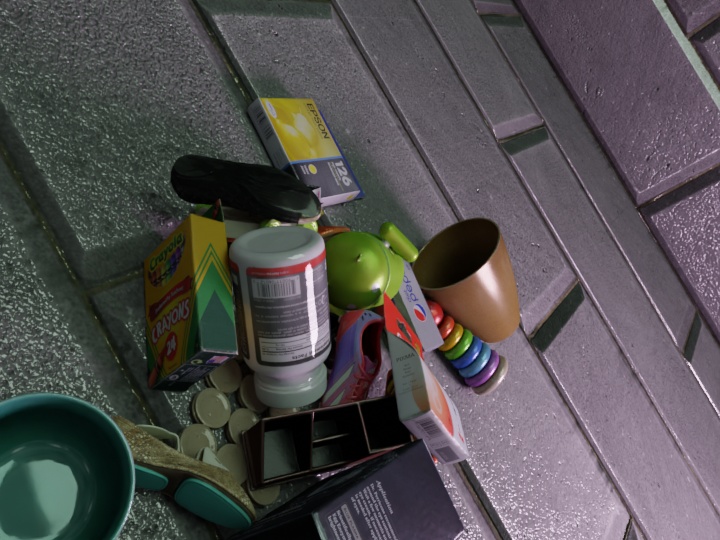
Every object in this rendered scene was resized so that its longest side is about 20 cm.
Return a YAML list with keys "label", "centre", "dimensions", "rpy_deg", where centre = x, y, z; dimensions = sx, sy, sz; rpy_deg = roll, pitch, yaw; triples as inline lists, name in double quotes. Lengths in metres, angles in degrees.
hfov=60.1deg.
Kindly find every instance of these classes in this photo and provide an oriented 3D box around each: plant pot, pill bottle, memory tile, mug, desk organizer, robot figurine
- label: "plant pot"
  centre: [0.224, 0.037, 1.184]
  dimensions: [0.201, 0.184, 0.188]
  rpy_deg: [52, 36, -28]
- label: "pill bottle"
  centre: [-0.094, 0.057, 0.764]
  dimensions: [0.116, 0.114, 0.204]
  rpy_deg: [-34, 128, -52]
- label: "memory tile"
  centre: [-0.144, 0.181, 0.795]
  dimensions: [0.153, 0.017, 0.202]
  rpy_deg: [38, 42, -24]
- label: "mug"
  centre: [-0.294, 0.186, 0.537]
  dimensions: [0.183, 0.114, 0.154]
  rpy_deg: [31, 58, -12]
- label: "desk organizer"
  centre: [-0.039, 0.208, 0.771]
  dimensions: [0.197, 0.077, 0.073]
  rpy_deg: [-4, 67, -30]
- label: "robot figurine"
  centre: [0.000, 0.000, 0.949]
  dimensions: [0.116, 0.175, 0.200]
  rpy_deg: [51, 14, 10]

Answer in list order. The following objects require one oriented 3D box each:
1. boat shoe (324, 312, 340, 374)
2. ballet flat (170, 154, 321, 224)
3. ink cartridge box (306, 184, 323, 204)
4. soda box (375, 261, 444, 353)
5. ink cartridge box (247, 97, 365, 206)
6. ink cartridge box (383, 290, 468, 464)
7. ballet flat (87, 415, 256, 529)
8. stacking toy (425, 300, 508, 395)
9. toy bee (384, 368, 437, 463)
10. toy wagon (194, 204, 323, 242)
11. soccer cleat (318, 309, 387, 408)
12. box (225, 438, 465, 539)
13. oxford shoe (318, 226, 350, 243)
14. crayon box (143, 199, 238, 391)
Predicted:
- label: "boat shoe"
  centre: [-0.045, 0.101, 0.918]
  dimensions: [0.199, 0.067, 0.073]
  rpy_deg: [34, 41, -30]
- label: "ballet flat"
  centre: [-0.143, -0.100, 0.790]
  dimensions: [0.196, 0.057, 0.067]
  rpy_deg: [16, 58, 1]
- label: "ink cartridge box"
  centre: [-0.113, -0.108, 0.904]
  dimensions: [0.200, 0.093, 0.038]
  rpy_deg: [-57, 155, -79]
- label: "soda box"
  centre: [0.066, 0.051, 1.073]
  dimensions: [0.068, 0.063, 0.203]
  rpy_deg: [-10, 73, -52]
- label: "ink cartridge box"
  centre: [-0.081, -0.213, 1.109]
  dimensions: [0.199, 0.047, 0.200]
  rpy_deg: [-21, 80, -49]
- label: "ink cartridge box"
  centre: [0.090, 0.143, 0.861]
  dimensions: [0.163, 0.049, 0.203]
  rpy_deg: [53, 25, -46]
- label: "ballet flat"
  centre: [-0.193, 0.211, 0.668]
  dimensions: [0.198, 0.070, 0.066]
  rpy_deg: [34, 35, -20]
- label: "stacking toy"
  centre: [0.174, 0.133, 1.132]
  dimensions: [0.200, 0.085, 0.086]
  rpy_deg: [42, 40, -10]
- label: "toy bee"
  centre: [0.065, 0.243, 0.910]
  dimensions: [0.132, 0.107, 0.203]
  rpy_deg: [78, 26, -61]
- label: "toy wagon"
  centre: [-0.131, -0.069, 0.882]
  dimensions: [0.198, 0.153, 0.040]
  rpy_deg: [-6, 109, -50]
- label: "soccer cleat"
  centre: [-0.008, 0.156, 0.868]
  dimensions: [0.066, 0.076, 0.204]
  rpy_deg: [15, 81, -42]
- label: "box"
  centre: [-0.024, 0.302, 0.698]
  dimensions: [0.198, 0.196, 0.119]
  rpy_deg: [-13, 73, -50]
- label: "oxford shoe"
  centre: [-0.079, -0.027, 0.982]
  dimensions: [0.199, 0.070, 0.074]
  rpy_deg: [-23, 109, -54]
- label: "crayon box"
  centre: [-0.208, 0.025, 0.742]
  dimensions: [0.050, 0.126, 0.203]
  rpy_deg: [13, 55, -41]
